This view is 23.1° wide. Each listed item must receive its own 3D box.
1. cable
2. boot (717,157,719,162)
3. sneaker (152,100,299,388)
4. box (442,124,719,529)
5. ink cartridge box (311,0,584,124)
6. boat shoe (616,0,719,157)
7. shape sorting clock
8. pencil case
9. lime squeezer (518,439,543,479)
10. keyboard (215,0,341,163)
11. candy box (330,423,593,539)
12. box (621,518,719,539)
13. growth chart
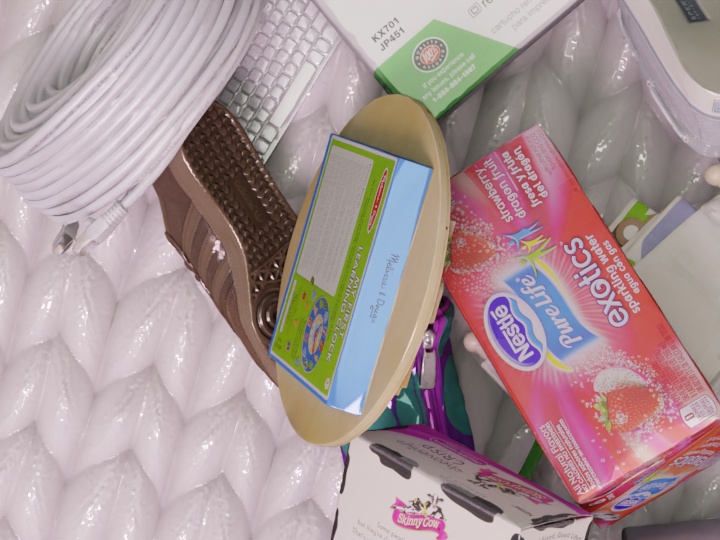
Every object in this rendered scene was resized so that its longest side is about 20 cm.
[{"bbox_3d":[-0.141,-0.121,1.043,0.069,0.200,0.200,38,101,-25],"label":"cable"},{"bbox_3d":[0.323,-0.095,1.052,0.200,0.072,0.144,-42,85,-1],"label":"boot"},{"bbox_3d":[-0.077,-0.015,1.099,0.070,0.075,0.200,-31,104,-33],"label":"sneaker"},{"bbox_3d":[0.118,0.033,0.989,0.095,0.100,0.200,-31,69,4],"label":"box"},{"bbox_3d":[0.029,-0.205,1.073,0.147,0.083,0.200,-41,90,4],"label":"ink cartridge box"},{"bbox_3d":[0.182,-0.150,1.054,0.070,0.072,0.201,-7,51,-12],"label":"boat shoe"},{"bbox_3d":[0.000,0.000,0.983,0.039,0.200,0.201,15,88,-20],"label":"shape sorting clock"},{"bbox_3d":[0.034,0.120,1.060,0.085,0.092,0.201,-11,87,-28],"label":"pencil case"},{"bbox_3d":[0.110,0.046,1.071,0.070,0.038,0.201,0,74,-17],"label":"lime squeezer"},{"bbox_3d":[-0.042,-0.153,1.124,0.056,0.011,0.200,32,91,7],"label":"keyboard"},{"bbox_3d":[0.040,0.201,0.961,0.136,0.061,0.201,25,111,44],"label":"candy box"},{"bbox_3d":[0.238,0.246,1.023,0.152,0.106,0.201,-6,87,7],"label":"box"},{"bbox_3d":[0.172,0.026,1.038,0.200,0.018,0.145,-37,68,2],"label":"growth chart"}]
